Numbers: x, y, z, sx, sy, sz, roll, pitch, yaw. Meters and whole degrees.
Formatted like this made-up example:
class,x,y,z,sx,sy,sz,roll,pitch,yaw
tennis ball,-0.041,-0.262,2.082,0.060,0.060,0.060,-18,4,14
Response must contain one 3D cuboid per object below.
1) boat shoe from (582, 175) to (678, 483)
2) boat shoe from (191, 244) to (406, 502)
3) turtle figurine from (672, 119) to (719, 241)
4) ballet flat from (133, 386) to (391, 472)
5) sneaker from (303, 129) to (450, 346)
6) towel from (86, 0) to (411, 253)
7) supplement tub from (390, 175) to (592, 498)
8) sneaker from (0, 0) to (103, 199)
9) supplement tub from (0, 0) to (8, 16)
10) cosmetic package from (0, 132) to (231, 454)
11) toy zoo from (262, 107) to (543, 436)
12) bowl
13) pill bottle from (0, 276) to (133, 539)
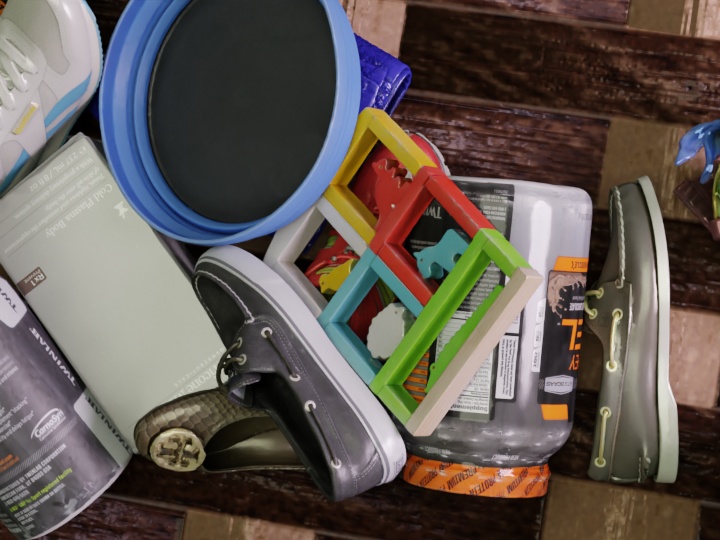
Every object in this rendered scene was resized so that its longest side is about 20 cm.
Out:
class,x,y,z,sx,sy,sz,roll,pitch,yaw
boat shoe,0.174,0.040,1.361,0.060,0.072,0.203,-3,91,4
boat shoe,-0.056,0.068,1.323,0.066,0.070,0.200,-28,69,-30
turtle figurine,0.295,-0.015,1.305,0.198,0.144,0.196,-3,91,15
ballet flat,-0.051,0.113,1.374,0.198,0.068,0.047,1,49,-19
sneaker,0.000,0.000,1.391,0.077,0.085,0.201,27,93,10
towel,-0.081,-0.123,1.414,0.199,0.050,0.148,32,94,21
supplement tub,0.084,0.041,1.347,0.122,0.122,0.202,6,92,11
sneaker,-0.235,-0.117,1.395,0.076,0.081,0.201,42,132,17
supplement tub,-0.257,-0.225,1.431,0.200,0.123,0.123,-39,82,8
cosmetic package,-0.162,0.019,1.423,0.107,0.090,0.200,-39,79,4
toy zoo,0.014,-0.010,1.312,0.200,0.020,0.132,49,115,30
bowl,-0.085,-0.116,1.355,0.199,0.039,0.202,-4,84,34
pill bottle,-0.251,0.075,1.397,0.106,0.106,0.200,-35,104,8
